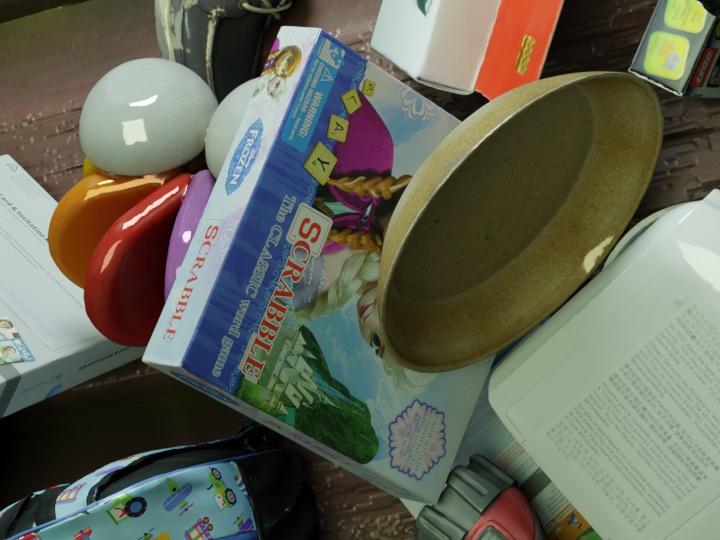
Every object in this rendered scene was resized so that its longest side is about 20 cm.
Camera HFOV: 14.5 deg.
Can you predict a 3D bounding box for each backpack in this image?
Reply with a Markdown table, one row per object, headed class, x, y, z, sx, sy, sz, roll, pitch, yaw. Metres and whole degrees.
| class | x | y | z | sx | sy | sz | roll | pitch | yaw |
| --- | --- | --- | --- | --- | --- | --- | --- | --- | --- |
| backpack | -0.132 | 0.177 | 1.651 | 0.182 | 0.200 | 0.135 | -23 | 83 | 23 |

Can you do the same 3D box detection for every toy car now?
| class | x | y | z | sx | sy | sz | roll | pitch | yaw |
| --- | --- | --- | --- | --- | --- | --- | --- | --- | --- |
| toy car | -0.087 | -0.016 | 1.622 | 0.199 | 0.150 | 0.176 | 9 | 135 | 24 |

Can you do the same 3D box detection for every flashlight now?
| class | x | y | z | sx | sy | sz | roll | pitch | yaw |
| --- | --- | --- | --- | --- | --- | --- | --- | --- | --- |
| flashlight | 0.123 | 0.187 | 1.590 | 0.200 | 0.068 | 0.068 | 37 | 145 | 14 |

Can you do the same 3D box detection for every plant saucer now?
| class | x | y | z | sx | sy | sz | roll | pitch | yaw |
| --- | --- | --- | --- | --- | --- | --- | --- | --- | --- |
| plant saucer | 0.078 | -0.033 | 1.516 | 0.035 | 0.200 | 0.201 | 44 | 109 | 29 |

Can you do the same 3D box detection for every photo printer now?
| class | x | y | z | sx | sy | sz | roll | pitch | yaw |
| --- | --- | --- | --- | --- | --- | --- | --- | --- | --- |
| photo printer | 0.182 | 0.063 | 1.513 | 0.167 | 0.069 | 0.200 | 48 | 130 | 5 |

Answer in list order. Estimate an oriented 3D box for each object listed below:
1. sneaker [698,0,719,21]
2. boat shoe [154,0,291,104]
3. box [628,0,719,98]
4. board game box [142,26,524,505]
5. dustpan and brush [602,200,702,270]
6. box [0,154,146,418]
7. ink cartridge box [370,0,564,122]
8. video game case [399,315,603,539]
| class | x | y | z | sx | sy | sz | roll | pitch | yaw |
| --- | --- | --- | --- | --- | --- | --- | --- | --- | --- |
| sneaker | 0.196 | -0.130 | 1.435 | 0.199 | 0.073 | 0.113 | 9 | 97 | -20 |
| boat shoe | -0.076 | -0.178 | 1.679 | 0.073 | 0.074 | 0.201 | -1 | 93 | 25 |
| box | 0.216 | -0.190 | 1.522 | 0.035 | 0.110 | 0.201 | 28 | 103 | 21 |
| board game box | 0.000 | 0.000 | 1.555 | 0.041 | 0.199 | 0.201 | 8 | 73 | 52 |
| dustpan and brush | 0.211 | -0.008 | 1.530 | 0.140 | 0.057 | 0.200 | 44 | 124 | 20 |
| box | -0.233 | 0.014 | 1.691 | 0.156 | 0.200 | 0.041 | 43 | 126 | 17 |
| ink cartridge box | 0.075 | -0.196 | 1.565 | 0.043 | 0.174 | 0.201 | 14 | 101 | -19 |
| video game case | 0.120 | 0.147 | 1.632 | 0.143 | 0.018 | 0.200 | -44 | 74 | 20 |
